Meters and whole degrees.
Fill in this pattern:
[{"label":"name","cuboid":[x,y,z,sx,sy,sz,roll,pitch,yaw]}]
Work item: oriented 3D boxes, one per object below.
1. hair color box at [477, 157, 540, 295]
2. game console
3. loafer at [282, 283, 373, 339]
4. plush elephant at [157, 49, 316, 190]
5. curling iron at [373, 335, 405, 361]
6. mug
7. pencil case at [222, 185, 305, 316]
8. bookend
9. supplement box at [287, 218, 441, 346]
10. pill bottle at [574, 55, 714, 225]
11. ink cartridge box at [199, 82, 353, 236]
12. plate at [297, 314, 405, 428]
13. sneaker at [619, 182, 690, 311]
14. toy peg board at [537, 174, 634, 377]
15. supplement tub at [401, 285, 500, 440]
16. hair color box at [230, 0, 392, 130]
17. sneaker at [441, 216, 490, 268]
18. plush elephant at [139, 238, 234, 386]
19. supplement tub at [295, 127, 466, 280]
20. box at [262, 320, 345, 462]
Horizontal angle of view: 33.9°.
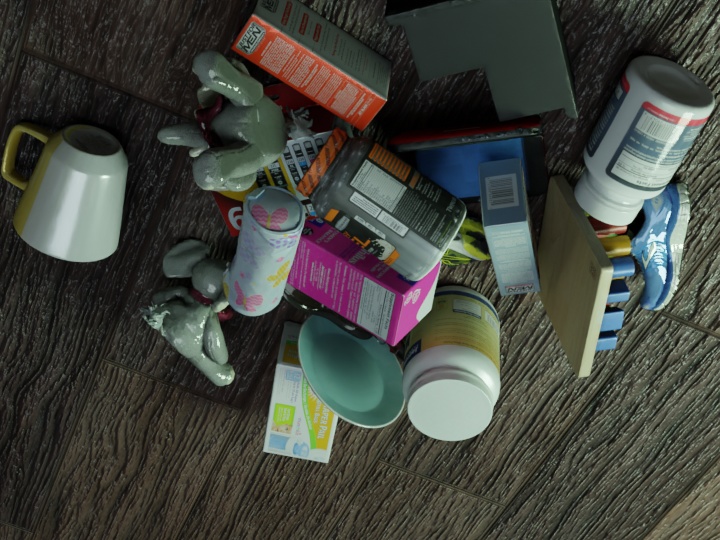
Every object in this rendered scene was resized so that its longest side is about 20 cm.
[{"label":"hair color box","cuboid":[0.203,-0.055,1.599,0.060,0.100,0.200,-7,152,10]},{"label":"game console","cuboid":[0.148,-0.136,1.580,0.198,0.172,0.120,-6,101,11]},{"label":"loafer","cuboid":[-0.044,0.029,1.763,0.199,0.073,0.071,28,123,-27]},{"label":"plush elephant","cuboid":[-0.176,-0.176,1.489,0.154,0.199,0.166,-6,88,39]},{"label":"curling iron","cuboid":[0.055,0.120,1.804,0.025,0.050,0.200,-30,146,7]},{"label":"mug","cuboid":[-0.409,-0.121,1.638,0.185,0.150,0.154,16,121,-15]},{"label":"pencil case","cuboid":[-0.134,-0.025,1.613,0.091,0.083,0.201,48,144,19]},{"label":"bookend","cuboid":[0.156,-0.277,1.479,0.197,0.092,0.201,-11,127,16]},{"label":"supplement box","cuboid":[0.000,0.000,1.653,0.199,0.101,0.104,30,135,20]},{"label":"pill bottle","cuboid":[0.358,-0.163,1.529,0.119,0.120,0.201,18,128,-8]},{"label":"ink cartridge box","cuboid":[-0.111,-0.156,1.610,0.198,0.084,0.176,-12,126,16]},{"label":"plate","cuboid":[-0.017,0.150,1.767,0.199,0.201,0.026,33,129,-19]},{"label":"sneaker","cuboid":[0.408,-0.035,1.662,0.088,0.079,0.201,6,121,11]},{"label":"toy peg board","cuboid":[0.324,0.002,1.623,0.097,0.200,0.201,-7,132,-10]},{"label":"supplement tub","cuboid":[0.134,0.136,1.737,0.143,0.201,0.145,3,128,4]},{"label":"hair color box","cuboid":[-0.059,-0.273,1.501,0.199,0.102,0.061,31,125,-16]},{"label":"sneaker","cuboid":[0.102,-0.047,1.653,0.199,0.075,0.084,26,139,-38]},{"label":"plush elephant","cuboid":[-0.230,0.047,1.756,0.155,0.165,0.200,-44,156,-5]},{"label":"supplement tub","cuboid":[0.024,-0.087,1.508,0.199,0.123,0.123,34,125,-5]},{"label":"box","cuboid":[-0.085,0.193,1.870,0.112,0.102,0.201,10,129,-1]}]
